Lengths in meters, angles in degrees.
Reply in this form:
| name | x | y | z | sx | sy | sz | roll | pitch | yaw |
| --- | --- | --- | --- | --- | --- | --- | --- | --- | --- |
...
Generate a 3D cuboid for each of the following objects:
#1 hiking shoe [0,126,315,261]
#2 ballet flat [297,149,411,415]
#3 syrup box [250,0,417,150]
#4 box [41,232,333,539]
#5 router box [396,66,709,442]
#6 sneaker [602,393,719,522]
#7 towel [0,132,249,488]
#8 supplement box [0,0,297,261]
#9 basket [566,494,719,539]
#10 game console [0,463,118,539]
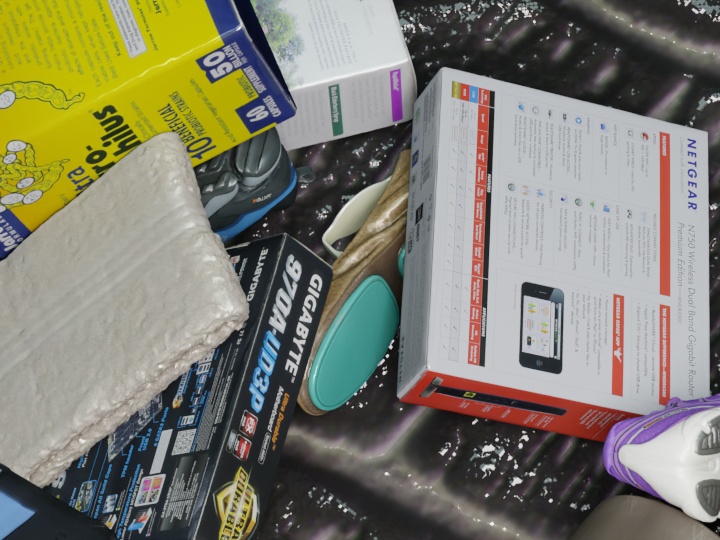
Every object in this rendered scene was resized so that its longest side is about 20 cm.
| name | x | y | z | sx | sy | sz | roll | pitch | yaw |
| --- | --- | --- | --- | --- | --- | --- | --- | --- | --- |
| hiking shoe | -0.128 | -0.027 | 1.510 | 0.199 | 0.087 | 0.075 | -20 | 61 | 11 |
| ballet flat | 0.000 | 0.000 | 1.503 | 0.072 | 0.068 | 0.201 | 18 | 63 | 34 |
| syrup box | -0.070 | -0.121 | 1.553 | 0.199 | 0.082 | 0.079 | -14 | 65 | -5 |
| box | -0.107 | 0.085 | 1.416 | 0.158 | 0.046 | 0.201 | -14 | 50 | 42 |
| router box | 0.116 | -0.005 | 1.468 | 0.178 | 0.049 | 0.201 | 13 | 62 | -16 |
| sneaker | 0.210 | 0.090 | 1.396 | 0.083 | 0.199 | 0.081 | 11 | 97 | 42 |
| towel | -0.154 | 0.029 | 1.421 | 0.200 | 0.034 | 0.133 | -37 | 58 | 21 |
| supplement box | -0.156 | -0.111 | 1.441 | 0.199 | 0.109 | 0.110 | -26 | 62 | 5 |
| basket | 0.121 | 0.231 | 1.336 | 0.180 | 0.136 | 0.200 | 3 | 45 | 49 |
| game console | -0.255 | 0.161 | 1.353 | 0.199 | 0.031 | 0.177 | 25 | 54 | 36 |
